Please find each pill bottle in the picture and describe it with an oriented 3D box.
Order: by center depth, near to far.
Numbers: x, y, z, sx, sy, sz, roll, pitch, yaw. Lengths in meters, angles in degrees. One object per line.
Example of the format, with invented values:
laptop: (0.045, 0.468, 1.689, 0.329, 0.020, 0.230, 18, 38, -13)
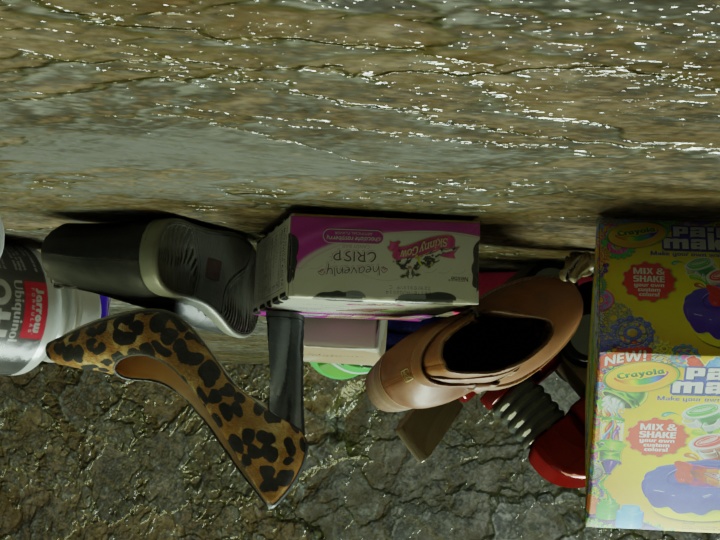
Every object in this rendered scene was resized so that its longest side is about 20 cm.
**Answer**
pill bottle: (-0.318, 0.030, 1.588, 0.199, 0.111, 0.110, 7, 173, -44)

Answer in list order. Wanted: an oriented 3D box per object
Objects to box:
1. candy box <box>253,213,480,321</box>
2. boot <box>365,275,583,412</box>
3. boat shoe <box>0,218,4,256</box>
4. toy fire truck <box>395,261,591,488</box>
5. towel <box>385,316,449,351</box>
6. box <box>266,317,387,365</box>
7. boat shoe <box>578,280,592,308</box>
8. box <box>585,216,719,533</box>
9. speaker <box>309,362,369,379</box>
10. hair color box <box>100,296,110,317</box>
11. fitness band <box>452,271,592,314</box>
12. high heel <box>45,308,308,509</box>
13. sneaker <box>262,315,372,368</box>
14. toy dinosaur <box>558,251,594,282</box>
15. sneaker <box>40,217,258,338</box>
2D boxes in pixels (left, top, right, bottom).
candy box: (0.000, 0.000, 1.395, 0.135, 0.061, 0.200, 2, 175, -10)
boot: (0.106, 0.043, 1.415, 0.199, 0.077, 0.155, -17, 173, -22)
boat shoe: (-0.319, -0.026, 1.259, 0.067, 0.072, 0.200, -2, 180, 27)
toy fire truck: (0.131, 0.112, 1.571, 0.200, 0.176, 0.129, -38, 169, -9)
towel: (0.123, 0.062, 1.721, 0.199, 0.050, 0.148, 3, 173, -20)
box: (-0.024, 0.032, 1.598, 0.094, 0.078, 0.200, 3, 174, 4)
boat shoe: (0.267, 0.038, 1.677, 0.199, 0.074, 0.065, 22, 173, -37)
box: (0.253, 0.073, 1.291, 0.199, 0.122, 0.193, 1, 137, 6)
speaker: (-0.012, 0.071, 2.040, 0.088, 0.089, 0.200, 3, 175, -7)
hair color box: (-0.342, 0.022, 1.779, 0.199, 0.065, 0.109, 3, 176, -25)
fitness band: (0.155, 0.026, 1.761, 0.143, 0.038, 0.200, 5, 174, 0)
high heel: (-0.136, 0.103, 1.396, 0.199, 0.143, 0.071, -2, 162, 8)
sneaker: (-0.022, 0.048, 1.764, 0.199, 0.078, 0.070, 5, 174, -33)
toy dinosaur: (0.241, 0.009, 1.527, 0.101, 0.059, 0.200, 18, 178, 43)
sneaker: (-0.152, -0.001, 1.456, 0.106, 0.075, 0.200, 4, 166, 24)
